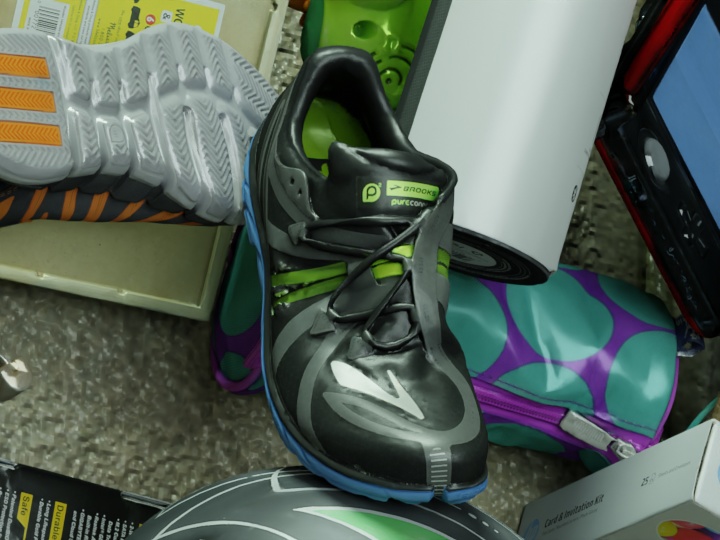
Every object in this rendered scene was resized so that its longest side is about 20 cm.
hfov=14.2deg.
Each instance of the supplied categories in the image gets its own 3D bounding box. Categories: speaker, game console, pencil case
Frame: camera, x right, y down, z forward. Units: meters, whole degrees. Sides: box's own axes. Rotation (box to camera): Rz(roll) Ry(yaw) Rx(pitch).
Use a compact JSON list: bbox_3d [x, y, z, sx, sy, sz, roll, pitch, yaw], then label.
[{"bbox_3d":[0.068,-0.101,1.151,0.081,0.081,0.201,22,79,-19],"label":"speaker"},{"bbox_3d":[0.177,-0.097,1.239,0.173,0.118,0.200,61,28,-15],"label":"game console"},{"bbox_3d":[0.038,0.030,1.209,0.199,0.085,0.093,14,33,-21],"label":"pencil case"}]

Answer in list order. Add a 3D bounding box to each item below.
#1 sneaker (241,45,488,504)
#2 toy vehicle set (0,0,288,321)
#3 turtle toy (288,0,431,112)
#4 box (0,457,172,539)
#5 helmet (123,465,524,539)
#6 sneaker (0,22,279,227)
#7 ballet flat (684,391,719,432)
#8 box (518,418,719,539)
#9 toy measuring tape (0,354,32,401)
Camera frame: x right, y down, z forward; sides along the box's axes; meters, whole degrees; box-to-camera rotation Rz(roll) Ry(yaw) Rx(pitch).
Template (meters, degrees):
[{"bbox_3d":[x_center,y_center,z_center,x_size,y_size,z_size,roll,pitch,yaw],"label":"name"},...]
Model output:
[{"bbox_3d":[0.000,0.000,1.043,0.070,0.083,0.200,0,50,-19],"label":"sneaker"},{"bbox_3d":[-0.098,-0.089,1.166,0.124,0.026,0.201,13,93,-21],"label":"toy vehicle set"},{"bbox_3d":[0.043,-0.119,1.248,0.200,0.101,0.146,-36,115,-32],"label":"turtle toy"},{"bbox_3d":[-0.135,0.175,1.101,0.159,0.049,0.201,17,67,-24],"label":"box"},{"bbox_3d":[-0.007,0.165,1.039,0.199,0.200,0.191,5,58,-25],"label":"helmet"},{"bbox_3d":[-0.118,-0.045,1.113,0.200,0.112,0.078,9,66,-48],"label":"sneaker"},{"bbox_3d":[0.178,0.059,1.206,0.072,0.201,0.068,39,40,23],"label":"ballet flat"},{"bbox_3d":[0.183,0.138,1.209,0.199,0.156,0.041,26,64,-17],"label":"box"},{"bbox_3d":[-0.224,0.026,1.091,0.199,0.074,0.074,26,65,-17],"label":"toy measuring tape"}]
